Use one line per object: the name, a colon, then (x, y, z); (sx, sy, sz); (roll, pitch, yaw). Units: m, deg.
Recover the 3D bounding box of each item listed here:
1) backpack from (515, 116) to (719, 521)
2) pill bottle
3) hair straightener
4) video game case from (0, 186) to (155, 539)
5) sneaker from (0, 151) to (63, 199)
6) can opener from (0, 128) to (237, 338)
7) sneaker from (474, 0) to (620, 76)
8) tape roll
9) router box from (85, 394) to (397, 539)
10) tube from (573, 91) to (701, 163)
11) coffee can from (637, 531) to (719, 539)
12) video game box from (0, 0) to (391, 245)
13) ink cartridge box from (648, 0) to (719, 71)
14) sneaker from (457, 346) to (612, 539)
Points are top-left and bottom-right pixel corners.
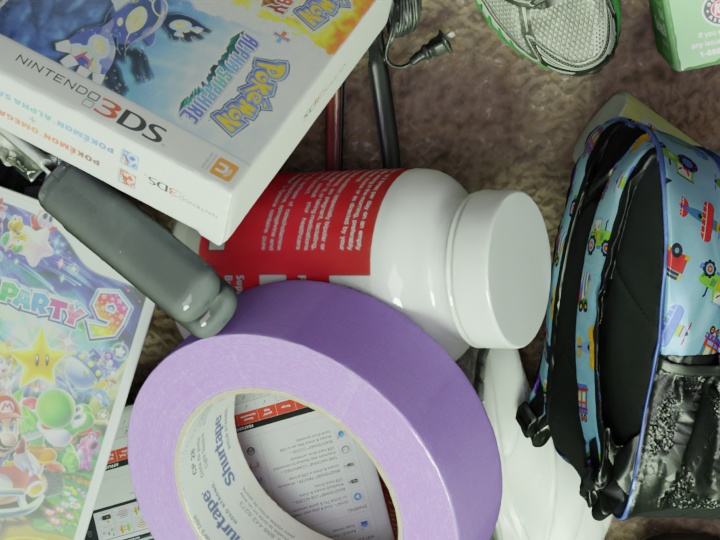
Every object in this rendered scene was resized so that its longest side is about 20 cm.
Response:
backpack: (0.172, 0.022, 1.052); (0.133, 0.183, 0.202); (3, 100, -9)
pill bottle: (0.000, 0.000, 1.083); (0.198, 0.112, 0.113); (-1, 107, 30)
hair straightener: (0.017, -0.143, 1.123); (0.076, 0.041, 0.202); (0, 101, 2)
video game case: (-0.196, 0.059, 1.035); (0.142, 0.018, 0.202); (20, 74, -15)
sneaker: (-0.159, -0.062, 1.113); (0.113, 0.075, 0.201); (32, 111, 16)
can opener: (-0.133, -0.047, 1.017); (0.199, 0.053, 0.067); (37, 84, 26)
sneaker: (0.080, -0.194, 1.078); (0.078, 0.085, 0.201); (-31, 103, 10)
tape roll: (-0.026, 0.109, 1.046); (0.198, 0.066, 0.202); (13, 122, 22)
router box: (-0.077, 0.157, 1.162); (0.198, 0.049, 0.181); (-15, 79, 6)
tube: (0.215, -0.026, 1.141); (0.199, 0.052, 0.058); (35, 145, -11)
coffee can: (0.204, 0.280, 1.170); (0.145, 0.146, 0.202); (15, 106, -2)
video game box: (-0.102, -0.128, 1.033); (0.181, 0.201, 0.047); (28, 141, 7)
ink cartridge box: (0.221, -0.225, 1.064); (0.144, 0.088, 0.202); (-10, 103, 6)
sneaker: (0.107, 0.125, 1.180); (0.086, 0.075, 0.202); (-17, 111, -6)
